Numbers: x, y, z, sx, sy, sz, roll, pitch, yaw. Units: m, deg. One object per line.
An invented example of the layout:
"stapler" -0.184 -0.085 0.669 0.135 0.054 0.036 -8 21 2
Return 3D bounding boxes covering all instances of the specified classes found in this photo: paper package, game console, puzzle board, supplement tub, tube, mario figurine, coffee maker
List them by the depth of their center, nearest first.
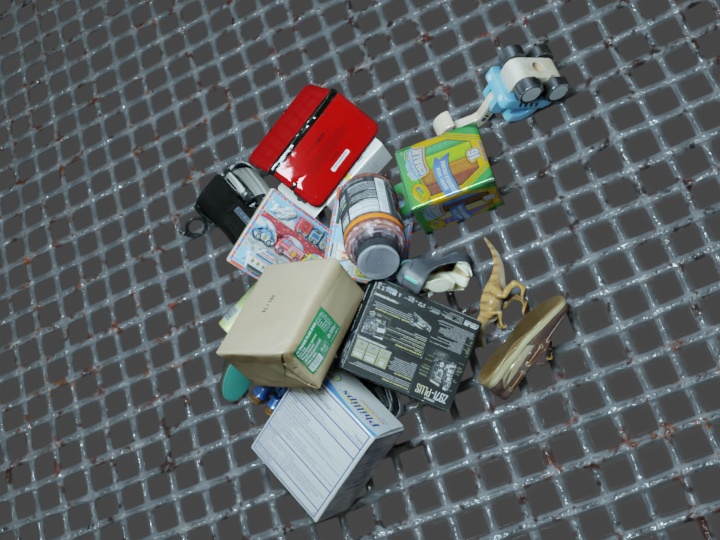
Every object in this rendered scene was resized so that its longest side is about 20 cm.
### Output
"paper package" -0.115 0.087 1.433 0.190 0.103 0.200 -6 47 45
"supplement tub" 0.020 -0.072 1.446 0.107 0.107 0.200 -24 37 13
"puzzle board" 0.018 -0.063 1.545 0.150 0.017 0.201 13 56 -5
"puzzle board" -0.132 -0.038 1.563 0.017 0.200 0.151 26 83 49
"mario figurine" -0.113 0.174 1.574 0.123 0.106 0.200 31 98 -7
"game console" -0.092 -0.242 1.636 0.172 0.119 0.200 38 86 -5
"tube" -0.186 0.048 1.646 0.058 0.052 0.200 43 87 -14
"coffee maker" -0.222 -0.082 1.649 0.192 0.134 0.200 -55 52 17

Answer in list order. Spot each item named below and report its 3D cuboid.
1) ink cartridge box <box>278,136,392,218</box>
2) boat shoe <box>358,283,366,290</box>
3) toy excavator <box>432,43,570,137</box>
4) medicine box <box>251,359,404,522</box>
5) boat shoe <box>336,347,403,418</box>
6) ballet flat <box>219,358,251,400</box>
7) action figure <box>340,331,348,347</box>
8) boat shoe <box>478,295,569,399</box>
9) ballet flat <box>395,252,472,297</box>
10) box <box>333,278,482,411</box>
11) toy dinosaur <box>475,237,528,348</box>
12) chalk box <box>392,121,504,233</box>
"ink cartridge box" -0.051 -0.190 1.653 0.200 0.067 0.116 -47 63 1
"boat shoe" 0.000 0.000 1.557 0.072 0.072 0.200 29 77 26
"toy excavator" 0.253 -0.308 1.560 0.194 0.200 0.100 -8 62 -29
"medicine box" -0.058 0.287 1.456 0.182 0.103 0.200 43 112 26
"boat shoe" 0.005 0.179 1.516 0.072 0.068 0.200 -34 64 8
"ballet flat" -0.215 0.149 1.604 0.201 0.068 0.068 -65 29 20
"action figure" 0.021 0.102 1.511 0.199 0.065 0.052 -8 69 -13
"boat shoe" 0.287 0.132 1.430 0.072 0.072 0.200 40 91 -10
"ballet flat" 0.144 0.012 1.450 0.073 0.200 0.073 4 96 42
"box" 0.080 0.126 1.444 0.199 0.086 0.164 23 81 -8
"toy dinosaur" 0.238 0.034 1.476 0.106 0.060 0.201 9 77 25
"chalk box" 0.139 -0.156 1.531 0.199 0.124 0.125 -20 67 10
